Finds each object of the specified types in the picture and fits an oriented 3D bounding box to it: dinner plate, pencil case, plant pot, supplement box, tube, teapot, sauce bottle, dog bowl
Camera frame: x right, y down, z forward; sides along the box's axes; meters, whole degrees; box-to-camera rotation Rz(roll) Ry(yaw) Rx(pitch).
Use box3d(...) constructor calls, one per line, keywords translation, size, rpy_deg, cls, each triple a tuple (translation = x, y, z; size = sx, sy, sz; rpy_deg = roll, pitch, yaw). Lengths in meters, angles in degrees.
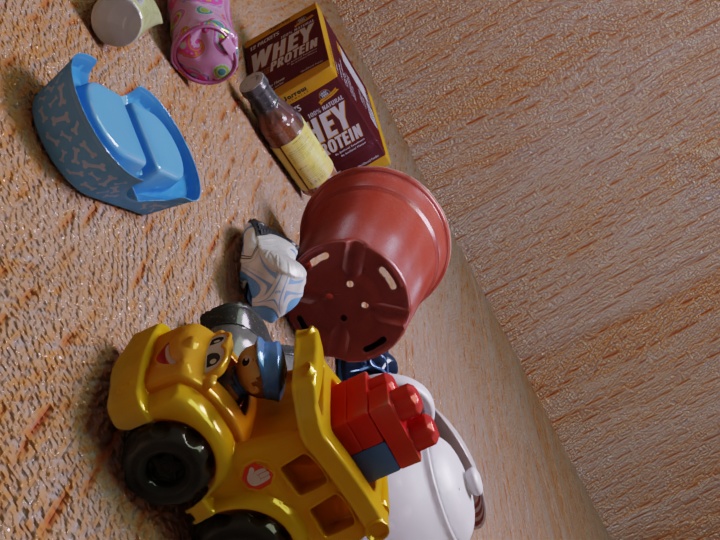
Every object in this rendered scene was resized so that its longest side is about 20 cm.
box3d(translation=(0.102, 0.233, 1.309), size=(0.201, 0.024, 0.201), rpy_deg=(50, -23, 29), cls="dinner plate")
box3d(translation=(-0.193, -0.311, 1.270), size=(0.088, 0.087, 0.201), rpy_deg=(54, 16, -40), cls="pencil case")
box3d(translation=(0.000, 0.000, 1.239), size=(0.202, 0.199, 0.196), rpy_deg=(61, 20, -14), cls="plant pot")
box3d(translation=(-0.068, -0.258, 1.594), size=(0.201, 0.131, 0.199), rpy_deg=(54, 15, -39), cls="supplement box")
box3d(translation=(-0.240, -0.276, 1.088), size=(0.201, 0.051, 0.059), rpy_deg=(-98, -160, -66), cls="tube")
box3d(translation=(0.044, 0.217, 0.988), size=(0.200, 0.144, 0.200), rpy_deg=(44, 28, -66), cls="teapot")
box3d(translation=(-0.102, -0.193, 1.466), size=(0.201, 0.065, 0.066), rpy_deg=(57, 13, -40), cls="sauce bottle")
box3d(translation=(-0.202, -0.106, 0.867), size=(0.113, 0.049, 0.200), rpy_deg=(67, 11, 12), cls="dog bowl")

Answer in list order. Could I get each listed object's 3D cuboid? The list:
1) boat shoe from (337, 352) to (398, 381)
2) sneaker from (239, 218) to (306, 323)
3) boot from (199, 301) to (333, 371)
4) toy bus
box3d(translation=(0.012, 0.119, 1.290), size=(0.084, 0.068, 0.201), rpy_deg=(54, 15, -38), cls="boat shoe")
box3d(translation=(-0.101, -0.003, 1.097), size=(0.071, 0.073, 0.200), rpy_deg=(30, 9, -15), cls="sneaker")
box3d(translation=(-0.079, 0.127, 0.918), size=(0.200, 0.067, 0.132), rpy_deg=(43, 31, -49), cls="boot")
box3d(translation=(-0.051, 0.109, 0.724), size=(0.201, 0.190, 0.136), rpy_deg=(57, 14, -22), cls="toy bus")
